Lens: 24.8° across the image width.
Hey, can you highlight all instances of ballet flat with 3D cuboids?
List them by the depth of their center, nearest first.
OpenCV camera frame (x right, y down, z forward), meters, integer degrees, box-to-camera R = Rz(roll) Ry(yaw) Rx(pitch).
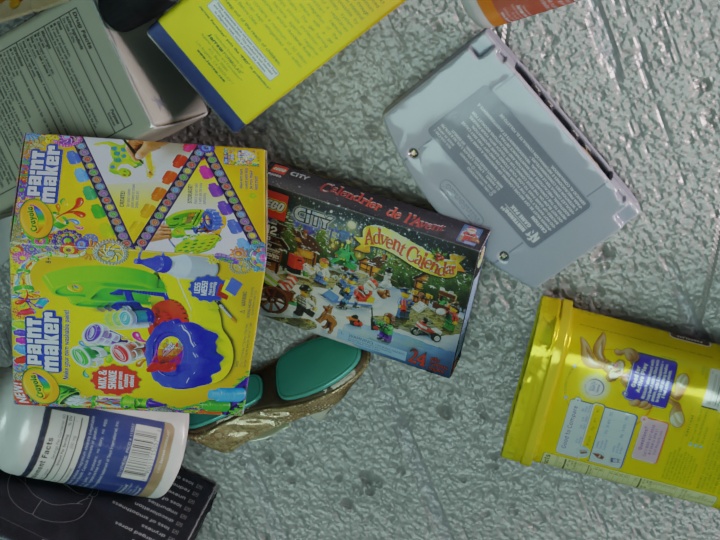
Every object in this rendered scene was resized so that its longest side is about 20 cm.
[{"bbox_3d":[-0.067,0.114,1.486,0.200,0.071,0.065,-20,136,23],"label":"ballet flat"}]

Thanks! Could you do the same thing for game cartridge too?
[{"bbox_3d":[0.118,-0.086,1.357,0.133,0.040,0.200,-37,102,21],"label":"game cartridge"}]

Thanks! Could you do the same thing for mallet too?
[{"bbox_3d":[-0.211,-0.260,1.220,0.066,0.041,0.200,-16,132,30],"label":"mallet"}]

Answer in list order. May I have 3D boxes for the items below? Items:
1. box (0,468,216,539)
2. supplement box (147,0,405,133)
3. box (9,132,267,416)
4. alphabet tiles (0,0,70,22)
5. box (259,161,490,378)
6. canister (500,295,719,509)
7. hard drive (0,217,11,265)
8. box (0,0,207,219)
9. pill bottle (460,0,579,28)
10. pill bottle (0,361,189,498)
[{"bbox_3d":[-0.266,0.252,1.510,0.200,0.197,0.124,26,117,0],"label":"box"},{"bbox_3d":[-0.050,-0.221,1.289,0.200,0.109,0.110,-35,103,24],"label":"supplement box"},{"bbox_3d":[-0.179,0.006,1.317,0.193,0.122,0.200,3,138,-7],"label":"box"},{"bbox_3d":[-0.298,-0.274,1.320,0.200,0.008,0.167,-13,72,18],"label":"alphabet tiles"},{"bbox_3d":[0.000,0.000,1.401,0.200,0.038,0.137,18,126,11],"label":"box"},{"bbox_3d":[0.234,0.116,1.398,0.200,0.087,0.149,14,117,4],"label":"canister"},{"bbox_3d":[-0.396,-0.034,1.501,0.200,0.027,0.132,-38,101,26],"label":"hard drive"},{"bbox_3d":[-0.251,-0.138,1.360,0.200,0.109,0.128,-24,92,22],"label":"box"},{"bbox_3d":[0.167,-0.261,1.220,0.200,0.112,0.112,-15,110,19],"label":"pill bottle"},{"bbox_3d":[-0.263,0.135,1.466,0.200,0.111,0.111,14,120,-21],"label":"pill bottle"}]
